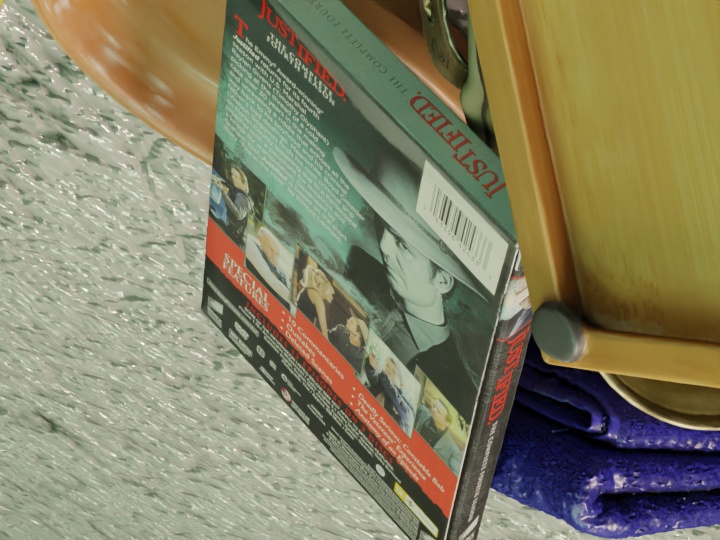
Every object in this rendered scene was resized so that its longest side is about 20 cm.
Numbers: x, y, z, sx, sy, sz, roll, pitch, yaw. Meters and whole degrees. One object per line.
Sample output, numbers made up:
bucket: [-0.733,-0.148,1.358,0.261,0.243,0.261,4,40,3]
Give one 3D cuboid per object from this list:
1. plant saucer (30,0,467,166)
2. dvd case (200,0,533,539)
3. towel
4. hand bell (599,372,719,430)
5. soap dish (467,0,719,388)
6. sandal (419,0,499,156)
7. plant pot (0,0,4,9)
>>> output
plant saucer: [-0.028,-0.078,0.967,0.200,0.038,0.200,24,161,9]
dvd case: [0.000,0.000,0.895,0.146,0.022,0.200,46,153,24]
towel: [0.079,0.041,0.990,0.147,0.050,0.200,-4,-161,-34]
hand bell: [0.091,-0.002,0.958,0.104,0.104,0.200,32,173,-14]
soap dish: [0.094,-0.061,0.614,0.157,0.081,0.200,7,115,50]
sandal: [0.043,-0.086,0.785,0.057,0.080,0.201,39,164,10]
plant pot: [-0.220,-0.132,0.869,0.201,0.201,0.189,12,171,40]
